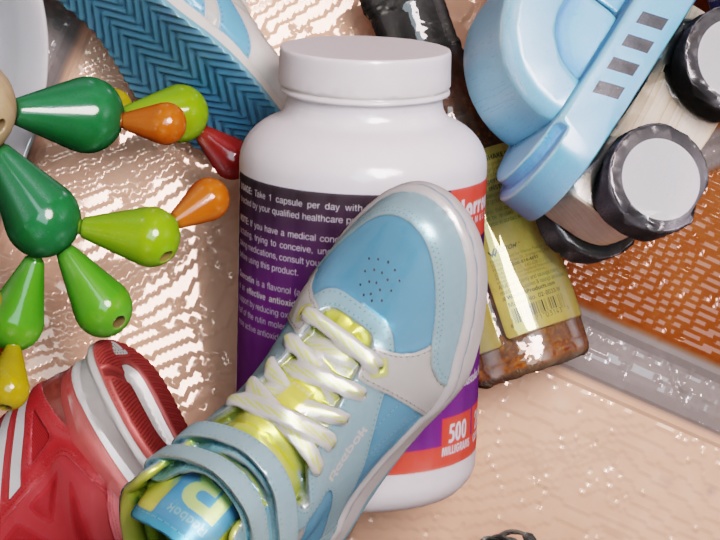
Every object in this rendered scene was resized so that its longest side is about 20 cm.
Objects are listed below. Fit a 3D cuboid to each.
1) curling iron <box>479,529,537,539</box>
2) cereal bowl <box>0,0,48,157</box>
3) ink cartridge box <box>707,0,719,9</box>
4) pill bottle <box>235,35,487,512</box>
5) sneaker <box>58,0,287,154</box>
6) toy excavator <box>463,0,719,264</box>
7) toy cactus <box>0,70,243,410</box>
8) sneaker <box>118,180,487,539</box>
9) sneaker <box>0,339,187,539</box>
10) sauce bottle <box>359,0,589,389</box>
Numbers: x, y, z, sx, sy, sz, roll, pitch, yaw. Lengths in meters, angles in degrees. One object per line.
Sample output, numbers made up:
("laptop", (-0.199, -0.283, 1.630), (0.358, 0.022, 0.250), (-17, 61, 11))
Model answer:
("curling iron", (0.076, 0.210, 1.132), (0.025, 0.050, 0.201), (10, 59, -28))
("cereal bowl", (-0.243, -0.094, 1.102), (0.199, 0.083, 0.202), (-11, 107, -37))
("ink cartridge box", (0.275, -0.126, 1.203), (0.199, 0.043, 0.198), (-19, 85, -12))
("pill bottle", (0.000, 0.000, 1.111), (0.111, 0.112, 0.202), (-1, 104, -10))
("sneaker", (-0.087, -0.134, 1.156), (0.200, 0.076, 0.081), (48, 50, -13))
("toy excavator", (0.089, -0.130, 1.101), (0.199, 0.100, 0.195), (35, 76, -9))
("toy cactus", (-0.153, -0.043, 1.091), (0.200, 0.102, 0.166), (-40, 104, -20))
("sneaker", (-0.026, 0.060, 0.999), (0.079, 0.130, 0.201), (34, 113, 18))
("sneaker", (-0.108, 0.143, 1.114), (0.115, 0.078, 0.201), (-31, 73, 19))
("sauce bottle", (0.050, -0.046, 1.176), (0.066, 0.066, 0.201), (-16, 87, -11))
